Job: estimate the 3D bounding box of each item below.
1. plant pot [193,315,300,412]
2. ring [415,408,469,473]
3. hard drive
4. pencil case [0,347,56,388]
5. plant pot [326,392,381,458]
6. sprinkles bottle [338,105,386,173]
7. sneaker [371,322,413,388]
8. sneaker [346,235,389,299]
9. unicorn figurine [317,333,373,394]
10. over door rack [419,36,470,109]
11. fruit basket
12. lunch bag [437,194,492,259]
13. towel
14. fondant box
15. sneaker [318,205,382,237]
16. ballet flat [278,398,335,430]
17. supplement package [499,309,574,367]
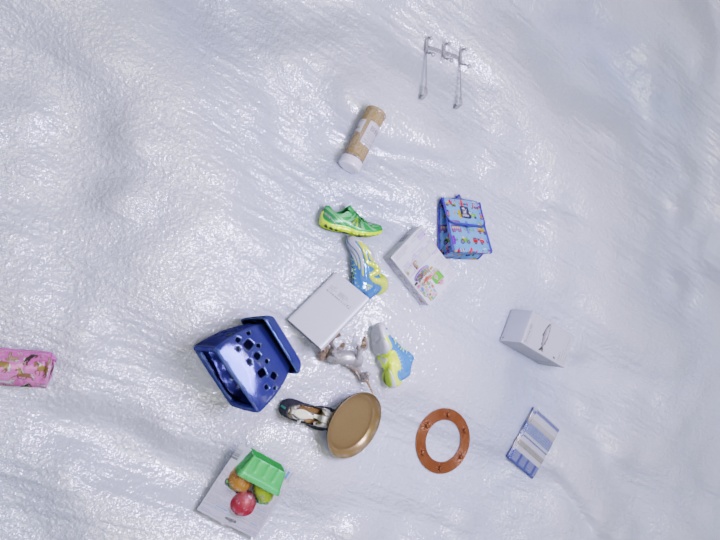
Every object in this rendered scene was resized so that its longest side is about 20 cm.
[{"bbox_3d":[-0.282,0.225,1.512,0.179,0.200,0.201,-37,103,-29],"label":"plant pot"},{"bbox_3d":[0.262,0.534,1.842,0.199,0.019,0.202,1,88,-25],"label":"ring"},{"bbox_3d":[-0.089,0.112,1.657,0.132,0.026,0.200,38,70,19],"label":"hard drive"},{"bbox_3d":[-0.801,0.215,1.333,0.199,0.087,0.083,13,52,-24],"label":"pencil case"},{"bbox_3d":[-0.022,0.436,1.677,0.199,0.027,0.202,-16,115,-38],"label":"plant pot"},{"bbox_3d":[0.007,-0.386,1.736,0.068,0.068,0.201,31,75,-20],"label":"sprinkles bottle"},{"bbox_3d":[0.098,0.241,1.750,0.105,0.075,0.202,-19,103,-35],"label":"sneaker"},{"bbox_3d":[0.000,0.000,1.713,0.105,0.076,0.201,-40,105,-20],"label":"sneaker"},{"bbox_3d":[-0.029,0.251,1.684,0.199,0.074,0.138,20,124,-2],"label":"unicorn figurine"},{"bbox_3d":[0.272,-0.630,1.869,0.147,0.067,0.202,8,84,-23],"label":"over door rack"},{"bbox_3d":[-0.299,0.581,1.558,0.185,0.094,0.201,34,90,-19],"label":"fruit basket"},{"bbox_3d":[0.321,-0.143,1.873,0.149,0.094,0.202,1,75,-24],"label":"lunch bag"},{"bbox_3d":[0.582,0.579,1.985,0.147,0.024,0.201,40,75,-20],"label":"towel"},{"bbox_3d":[0.186,-0.013,1.809,0.144,0.058,0.200,-45,105,-20],"label":"fondant box"},{"bbox_3d":[-0.021,-0.144,1.710,0.199,0.074,0.084,11,87,-24],"label":"sneaker"},{"bbox_3d":[-0.131,0.407,1.639,0.199,0.073,0.074,22,79,-23],"label":"ballet flat"},{"bbox_3d":[0.584,0.225,1.949,0.199,0.117,0.118,29,77,-20],"label":"supplement package"}]
